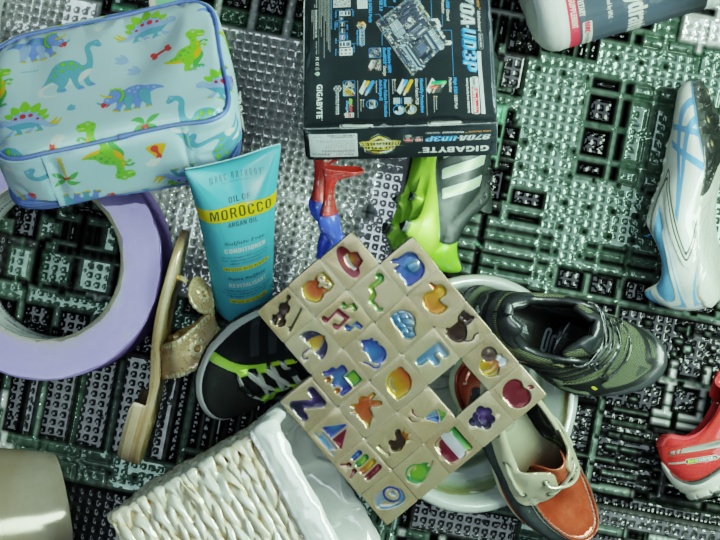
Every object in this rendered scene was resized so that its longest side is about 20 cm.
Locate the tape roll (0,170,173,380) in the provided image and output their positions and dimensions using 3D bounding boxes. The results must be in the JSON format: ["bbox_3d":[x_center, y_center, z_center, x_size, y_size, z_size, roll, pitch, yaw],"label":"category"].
[{"bbox_3d":[-0.263,-0.007,1.491,0.200,0.085,0.200,0,90,1],"label":"tape roll"}]

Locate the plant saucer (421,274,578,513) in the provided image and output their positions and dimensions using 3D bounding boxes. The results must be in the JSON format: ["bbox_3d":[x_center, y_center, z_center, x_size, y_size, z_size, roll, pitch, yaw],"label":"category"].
[{"bbox_3d":[0.089,0.103,1.481,0.200,0.050,0.200,0,90,-25],"label":"plant saucer"}]

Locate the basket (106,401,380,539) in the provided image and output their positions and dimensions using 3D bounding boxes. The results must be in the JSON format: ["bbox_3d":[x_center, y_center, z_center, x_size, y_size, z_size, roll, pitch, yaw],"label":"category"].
[{"bbox_3d":[-0.079,0.230,1.432,0.161,0.198,0.200,-30,90,5],"label":"basket"}]

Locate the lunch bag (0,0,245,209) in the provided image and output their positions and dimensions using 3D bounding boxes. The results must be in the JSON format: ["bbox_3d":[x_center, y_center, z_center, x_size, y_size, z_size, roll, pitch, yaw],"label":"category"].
[{"bbox_3d":[-0.198,-0.137,1.416,0.200,0.082,0.161,-12,51,-2],"label":"lunch bag"}]

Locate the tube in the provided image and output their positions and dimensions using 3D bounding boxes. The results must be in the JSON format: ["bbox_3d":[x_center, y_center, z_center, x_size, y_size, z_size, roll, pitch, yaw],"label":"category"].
[{"bbox_3d":[-0.100,-0.032,1.435,0.077,0.200,0.050,-20,57,-14],"label":"tube"}]

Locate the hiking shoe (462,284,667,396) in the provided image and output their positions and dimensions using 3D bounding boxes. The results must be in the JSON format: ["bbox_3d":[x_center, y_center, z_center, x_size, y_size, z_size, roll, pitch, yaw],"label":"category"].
[{"bbox_3d":[0.180,0.064,1.440,0.200,0.101,0.076,14,86,-24],"label":"hiking shoe"}]

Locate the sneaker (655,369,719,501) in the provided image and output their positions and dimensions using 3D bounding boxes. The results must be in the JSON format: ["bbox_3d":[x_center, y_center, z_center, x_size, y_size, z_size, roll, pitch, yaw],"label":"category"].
[{"bbox_3d":[0.339,0.113,1.485,0.200,0.077,0.085,-37,84,0],"label":"sneaker"}]

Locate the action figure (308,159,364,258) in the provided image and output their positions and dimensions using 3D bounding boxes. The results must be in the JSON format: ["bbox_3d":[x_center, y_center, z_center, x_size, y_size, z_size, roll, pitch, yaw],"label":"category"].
[{"bbox_3d":[0.000,0.000,1.485,0.099,0.065,0.200,1,115,-14],"label":"action figure"}]

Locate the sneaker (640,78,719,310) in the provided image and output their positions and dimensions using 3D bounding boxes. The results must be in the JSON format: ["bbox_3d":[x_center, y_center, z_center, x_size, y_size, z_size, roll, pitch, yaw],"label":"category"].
[{"bbox_3d":[0.274,-0.065,1.493,0.072,0.072,0.200,-1,82,28],"label":"sneaker"}]

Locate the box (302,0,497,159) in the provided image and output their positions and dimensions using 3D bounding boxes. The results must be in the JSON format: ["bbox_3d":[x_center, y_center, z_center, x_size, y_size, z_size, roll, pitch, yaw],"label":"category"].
[{"bbox_3d":[0.031,-0.188,1.460,0.159,0.046,0.200,-2,59,1],"label":"box"}]

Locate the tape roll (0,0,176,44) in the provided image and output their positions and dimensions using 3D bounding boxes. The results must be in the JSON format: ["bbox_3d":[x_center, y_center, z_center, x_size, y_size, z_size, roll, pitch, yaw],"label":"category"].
[{"bbox_3d":[-0.247,-0.216,1.510,0.200,0.048,0.201,0,89,1],"label":"tape roll"}]

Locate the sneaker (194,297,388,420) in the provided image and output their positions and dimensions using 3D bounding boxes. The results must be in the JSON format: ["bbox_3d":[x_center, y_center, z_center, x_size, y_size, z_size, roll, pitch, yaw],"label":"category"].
[{"bbox_3d":[-0.055,0.063,1.421,0.200,0.083,0.072,-40,124,13],"label":"sneaker"}]

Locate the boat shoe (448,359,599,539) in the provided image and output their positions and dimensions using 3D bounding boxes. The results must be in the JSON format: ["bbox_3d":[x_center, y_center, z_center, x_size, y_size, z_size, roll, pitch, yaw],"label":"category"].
[{"bbox_3d":[0.145,0.153,1.445,0.071,0.063,0.200,-41,111,-21],"label":"boat shoe"}]

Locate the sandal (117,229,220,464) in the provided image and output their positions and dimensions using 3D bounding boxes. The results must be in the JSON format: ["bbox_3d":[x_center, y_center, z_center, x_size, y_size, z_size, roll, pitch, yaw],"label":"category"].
[{"bbox_3d":[-0.146,0.072,1.488,0.070,0.078,0.212,17,104,0],"label":"sandal"}]

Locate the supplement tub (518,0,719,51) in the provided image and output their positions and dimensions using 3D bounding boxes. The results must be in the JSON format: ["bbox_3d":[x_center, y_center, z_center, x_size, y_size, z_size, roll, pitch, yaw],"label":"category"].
[{"bbox_3d":[0.228,-0.273,1.456,0.200,0.140,0.140,-16,89,1],"label":"supplement tub"}]

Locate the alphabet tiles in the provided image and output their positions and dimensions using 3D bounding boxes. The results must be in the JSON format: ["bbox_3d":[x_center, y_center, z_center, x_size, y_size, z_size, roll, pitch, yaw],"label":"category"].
[{"bbox_3d":[0.020,0.076,1.382,0.167,0.008,0.200,-40,95,7],"label":"alphabet tiles"}]

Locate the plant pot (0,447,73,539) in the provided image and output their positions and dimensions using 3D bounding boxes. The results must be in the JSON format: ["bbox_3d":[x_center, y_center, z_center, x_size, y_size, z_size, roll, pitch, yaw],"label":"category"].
[{"bbox_3d":[-0.332,0.224,1.453,0.173,0.200,0.200,-7,89,-16],"label":"plant pot"}]

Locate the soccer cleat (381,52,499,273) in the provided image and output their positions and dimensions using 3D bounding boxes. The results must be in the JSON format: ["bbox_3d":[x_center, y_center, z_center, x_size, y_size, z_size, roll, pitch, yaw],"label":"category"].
[{"bbox_3d":[0.084,-0.095,1.501,0.081,0.068,0.200,25,80,-29],"label":"soccer cleat"}]
